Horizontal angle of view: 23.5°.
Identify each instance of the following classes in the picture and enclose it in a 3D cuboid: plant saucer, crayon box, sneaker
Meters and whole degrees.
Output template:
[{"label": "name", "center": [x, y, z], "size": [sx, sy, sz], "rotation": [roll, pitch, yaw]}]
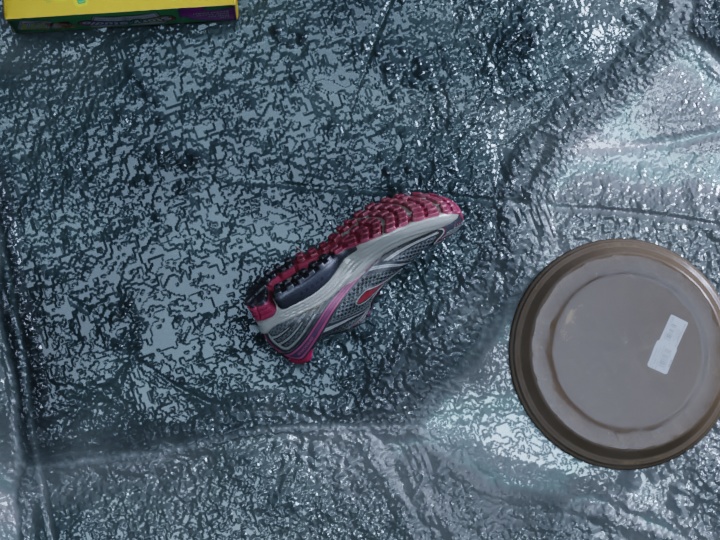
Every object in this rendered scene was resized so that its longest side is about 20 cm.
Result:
[{"label": "plant saucer", "center": [0.227, 0.070, 1.486], "size": [0.199, 0.029, 0.201], "rotation": [0, 81, -2]}, {"label": "crayon box", "center": [-0.212, -0.302, 1.507], "size": [0.199, 0.058, 0.173], "rotation": [-4, 82, -3]}, {"label": "sneaker", "center": [0.000, 0.000, 1.471], "size": [0.199, 0.081, 0.075], "rotation": [-31, 113, -6]}]
